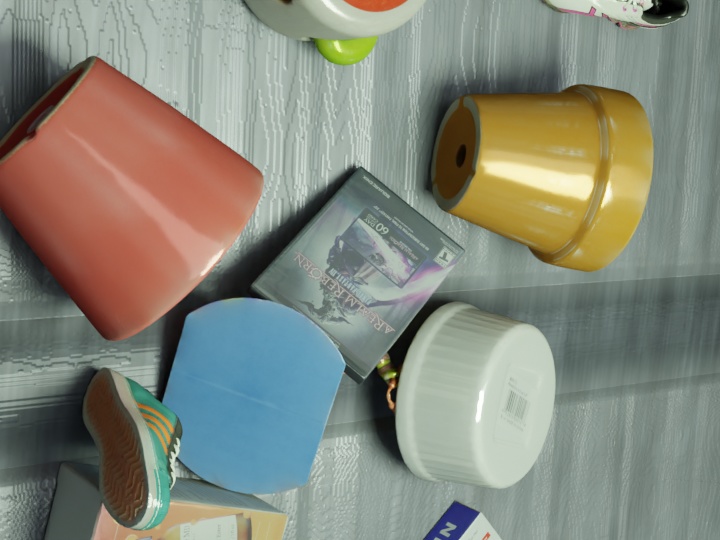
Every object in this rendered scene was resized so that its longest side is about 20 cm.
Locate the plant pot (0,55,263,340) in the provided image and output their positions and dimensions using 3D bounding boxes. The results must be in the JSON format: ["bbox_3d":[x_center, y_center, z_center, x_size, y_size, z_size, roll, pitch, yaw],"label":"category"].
[{"bbox_3d":[-0.212,-0.071,1.044,0.177,0.200,0.201,45,72,-22],"label":"plant pot"}]

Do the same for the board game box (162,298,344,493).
[{"bbox_3d":[-0.105,0.116,1.185,0.157,0.039,0.201,19,108,2],"label":"board game box"}]

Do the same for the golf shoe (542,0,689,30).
[{"bbox_3d":[0.291,-0.325,1.404,0.199,0.092,0.073,4,97,-34],"label":"golf shoe"}]

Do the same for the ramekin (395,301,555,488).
[{"bbox_3d":[0.132,0.140,1.326,0.200,0.097,0.202,-16,110,-52],"label":"ramekin"}]

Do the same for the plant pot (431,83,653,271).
[{"bbox_3d":[0.183,-0.111,1.316,0.182,0.200,0.201,9,92,-19],"label":"plant pot"}]

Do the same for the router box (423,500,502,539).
[{"bbox_3d":[0.108,0.402,1.417,0.200,0.049,0.180,-46,120,-20],"label":"router box"}]

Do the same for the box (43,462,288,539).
[{"bbox_3d":[-0.192,0.278,1.153,0.199,0.106,0.153,15,89,-36],"label":"box"}]

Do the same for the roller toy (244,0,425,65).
[{"bbox_3d":[-0.022,-0.312,1.158,0.200,0.139,0.183,31,79,-34],"label":"roller toy"}]

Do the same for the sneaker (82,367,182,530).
[{"bbox_3d":[-0.188,0.159,1.085,0.080,0.200,0.072,25,108,-32],"label":"sneaker"}]

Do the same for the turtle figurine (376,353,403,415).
[{"bbox_3d":[0.012,0.053,1.286,0.200,0.064,0.162,48,64,-32],"label":"turtle figurine"}]

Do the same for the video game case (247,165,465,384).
[{"bbox_3d":[0.000,0.000,1.223,0.143,0.019,0.200,39,54,2],"label":"video game case"}]
